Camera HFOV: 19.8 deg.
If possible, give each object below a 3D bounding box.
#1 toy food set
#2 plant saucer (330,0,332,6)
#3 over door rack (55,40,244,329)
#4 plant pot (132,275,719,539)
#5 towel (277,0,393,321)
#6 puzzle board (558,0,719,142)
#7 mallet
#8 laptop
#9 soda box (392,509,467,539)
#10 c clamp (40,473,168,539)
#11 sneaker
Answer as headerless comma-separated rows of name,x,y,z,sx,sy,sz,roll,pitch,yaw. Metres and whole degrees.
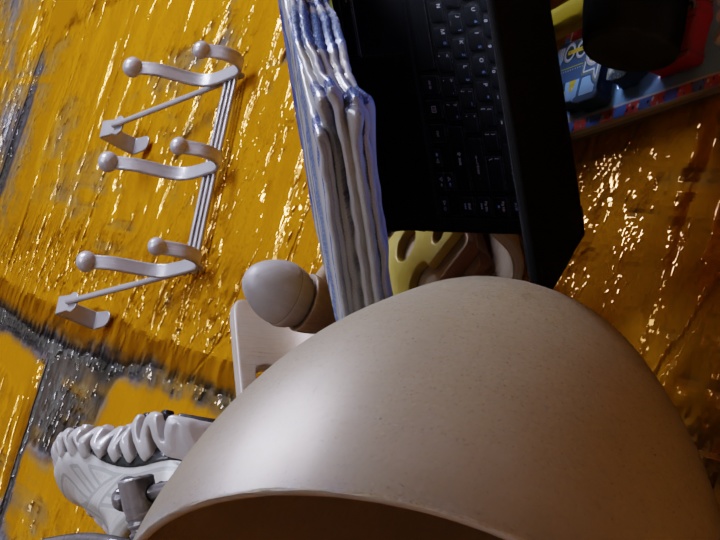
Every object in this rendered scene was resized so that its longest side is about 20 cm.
toy food set,0.000,0.000,0.962,0.200,0.060,0.144,-53,29,32
plant saucer,0.046,-0.172,0.989,0.200,0.031,0.200,-51,17,21
over door rack,-0.149,-0.054,1.339,0.200,0.066,0.149,-25,49,60
plant pot,0.037,0.081,0.682,0.200,0.200,0.135,-41,21,49
towel,-0.010,-0.046,0.836,0.200,0.024,0.148,-105,6,-60
puzzle board,0.139,-0.138,0.818,0.200,0.017,0.152,-14,60,63
mallet,0.066,-0.086,0.855,0.200,0.041,0.066,-32,47,51
laptop,0.020,-0.089,0.786,0.199,0.103,0.179,4,107,50
soda box,-0.001,0.133,0.858,0.200,0.067,0.064,-46,32,45
c clamp,-0.083,0.175,0.788,0.170,0.027,0.202,-7,91,43
sneaker,-0.124,0.126,1.145,0.200,0.075,0.082,-18,65,63
